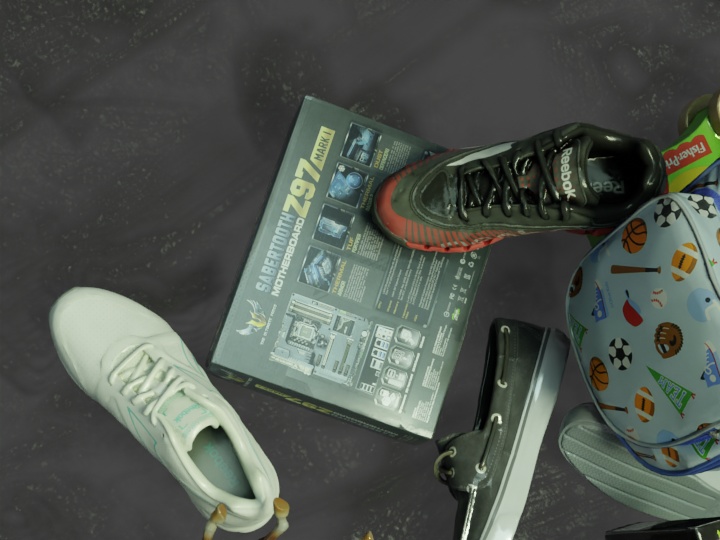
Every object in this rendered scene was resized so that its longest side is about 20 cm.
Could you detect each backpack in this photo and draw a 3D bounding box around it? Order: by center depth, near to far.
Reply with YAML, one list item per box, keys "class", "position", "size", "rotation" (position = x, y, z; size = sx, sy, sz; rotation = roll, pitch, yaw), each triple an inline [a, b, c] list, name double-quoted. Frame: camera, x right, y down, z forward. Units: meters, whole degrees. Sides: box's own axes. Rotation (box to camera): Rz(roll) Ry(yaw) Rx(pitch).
- class: "backpack"
  position: [0.217, 0.039, 0.800]
  size: [0.154, 0.191, 0.200]
  rotation: [-2, 64, -23]

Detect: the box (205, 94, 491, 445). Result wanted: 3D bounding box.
- class: "box"
  position: [0.000, 0.000, 0.891]
  size: [0.158, 0.051, 0.200]
  rotation: [20, 75, -8]

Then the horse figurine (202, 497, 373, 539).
- class: "horse figurine"
  position: [-0.048, 0.204, 0.817]
  size: [0.200, 0.133, 0.050]
  rotation: [22, 33, -18]

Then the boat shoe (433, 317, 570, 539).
- class: "boat shoe"
  position: [0.083, 0.122, 0.874]
  size: [0.066, 0.070, 0.200]
  rotation: [21, 74, 2]

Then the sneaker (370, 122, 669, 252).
- class: "sneaker"
  position: [0.106, -0.055, 0.841]
  size: [0.200, 0.098, 0.071]
  rotation: [-5, 81, -1]

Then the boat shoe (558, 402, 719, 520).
- class: "boat shoe"
  position: [0.231, 0.137, 0.908]
  size: [0.200, 0.072, 0.062]
  rotation: [25, 45, -5]

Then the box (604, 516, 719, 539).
- class: "box"
  position: [0.225, 0.259, 0.832]
  size: [0.036, 0.143, 0.200]
  rotation: [-12, 81, -15]

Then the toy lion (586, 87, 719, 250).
- class: "toy lion"
  position: [0.237, -0.014, 0.943]
  size: [0.200, 0.069, 0.192]
  rotation: [-27, 91, -16]

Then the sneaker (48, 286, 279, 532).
- class: "sneaker"
  position: [-0.121, 0.082, 0.835]
  size: [0.070, 0.080, 0.200]
  rotation: [-44, 87, -15]
